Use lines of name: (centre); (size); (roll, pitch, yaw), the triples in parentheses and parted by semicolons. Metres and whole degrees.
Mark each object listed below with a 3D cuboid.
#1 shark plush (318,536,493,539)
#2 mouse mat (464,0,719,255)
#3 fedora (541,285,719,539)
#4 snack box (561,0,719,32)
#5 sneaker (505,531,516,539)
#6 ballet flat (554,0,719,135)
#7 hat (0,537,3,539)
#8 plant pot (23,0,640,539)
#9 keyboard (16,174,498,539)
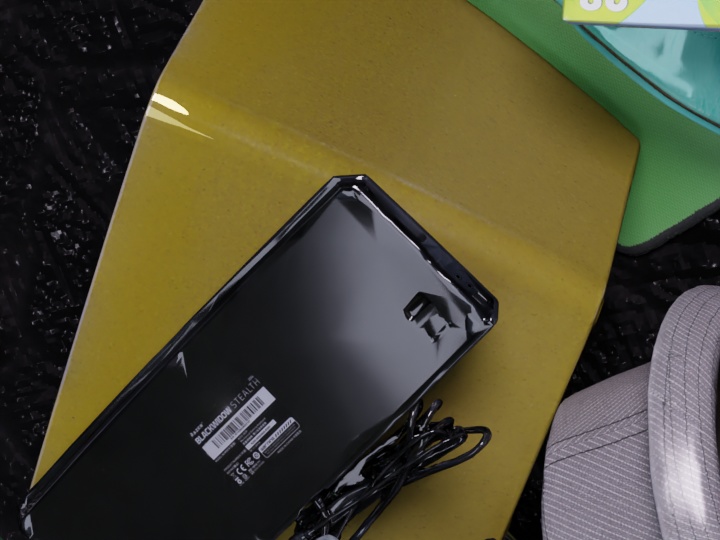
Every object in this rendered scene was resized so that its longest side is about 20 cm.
shark plush: (0.034, 0.136, 1.064); (0.200, 0.083, 0.091); (33, 170, -34)
mouse mat: (0.106, -0.118, 1.134); (0.161, 0.008, 0.200); (-32, 96, 31)
fedora: (0.129, 0.102, 1.066); (0.090, 0.177, 0.200); (-17, 143, 29)
snack box: (0.160, -0.182, 1.011); (0.168, 0.068, 0.201); (3, 97, 15)
sneaker: (0.041, 0.137, 1.220); (0.075, 0.076, 0.200); (-45, 62, 17)
ballet flat: (0.092, -0.125, 1.092); (0.200, 0.067, 0.070); (36, 126, 7)
hat: (-0.050, 0.150, 1.117); (0.176, 0.166, 0.200); (-23, 93, 7)
plant pot: (0.000, 0.000, 1.129); (0.176, 0.200, 0.200); (20, 121, 1)
keyboard: (-0.029, 0.059, 1.052); (0.104, 0.040, 0.200); (46, 115, 1)
